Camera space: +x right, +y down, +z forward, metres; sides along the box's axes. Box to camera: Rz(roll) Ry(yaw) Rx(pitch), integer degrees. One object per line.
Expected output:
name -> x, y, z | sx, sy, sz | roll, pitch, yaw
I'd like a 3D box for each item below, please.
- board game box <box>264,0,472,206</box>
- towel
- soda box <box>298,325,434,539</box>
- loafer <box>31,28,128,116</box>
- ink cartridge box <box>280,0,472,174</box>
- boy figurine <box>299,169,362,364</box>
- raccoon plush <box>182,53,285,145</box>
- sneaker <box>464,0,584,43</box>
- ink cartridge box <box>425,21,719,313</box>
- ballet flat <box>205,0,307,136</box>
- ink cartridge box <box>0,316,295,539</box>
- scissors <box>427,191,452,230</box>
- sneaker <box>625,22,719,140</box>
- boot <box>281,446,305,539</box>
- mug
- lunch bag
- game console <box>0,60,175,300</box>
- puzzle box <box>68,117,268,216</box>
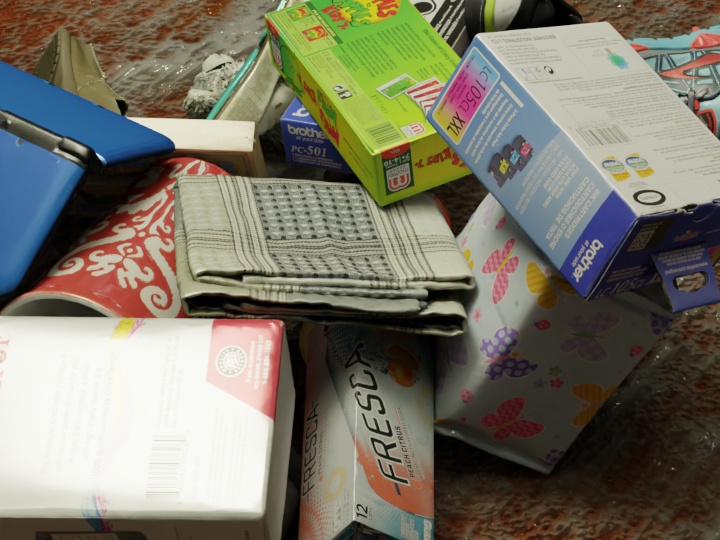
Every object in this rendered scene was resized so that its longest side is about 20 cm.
board game box -> 0.016, -0.133, 1.504 | 0.101, 0.048, 0.200 | -20, 42, -14
towel -> -0.028, -0.018, 1.395 | 0.192, 0.035, 0.200 | 5, 25, -10
soda box -> 0.005, 0.109, 1.357 | 0.063, 0.068, 0.201 | 25, 42, -24
loafer -> -0.229, -0.129, 1.692 | 0.067, 0.076, 0.200 | 27, 23, -24
ink cartridge box -> 0.022, -0.149, 1.595 | 0.094, 0.044, 0.200 | 10, 43, 20
boy figurine -> 0.000, 0.000, 1.513 | 0.124, 0.065, 0.200 | -13, 41, 21
raccoon plush -> -0.050, -0.116, 1.658 | 0.134, 0.097, 0.200 | -33, 49, -22
sneaker -> 0.139, -0.168, 1.640 | 0.082, 0.200, 0.072 | 10, 72, 21
ink cartridge box -> 0.156, -0.061, 1.311 | 0.136, 0.076, 0.200 | -11, 51, -43
ballet flat -> -0.059, -0.156, 1.613 | 0.062, 0.067, 0.200 | 31, 75, -4
ink cartridge box -> -0.146, 0.109, 1.296 | 0.199, 0.086, 0.148 | 0, 54, 7
scissors -> 0.049, 0.003, 1.562 | 0.073, 0.014, 0.200 | -10, 39, -12
sneaker -> 0.255, -0.141, 1.681 | 0.199, 0.080, 0.096 | -18, 44, -19
boot -> -0.139, 0.162, 1.339 | 0.199, 0.070, 0.132 | 3, 46, 13
mug -> -0.173, 0.011, 1.474 | 0.177, 0.134, 0.200 | 14, 38, 15
lunch bag -> 0.124, 0.004, 1.420 | 0.127, 0.170, 0.200 | 20, 35, -21
game console -> -0.261, -0.073, 1.463 | 0.199, 0.118, 0.171 | 24, 78, 21
puzzle box -> -0.169, -0.075, 1.576 | 0.199, 0.133, 0.026 | 2, 67, 5
